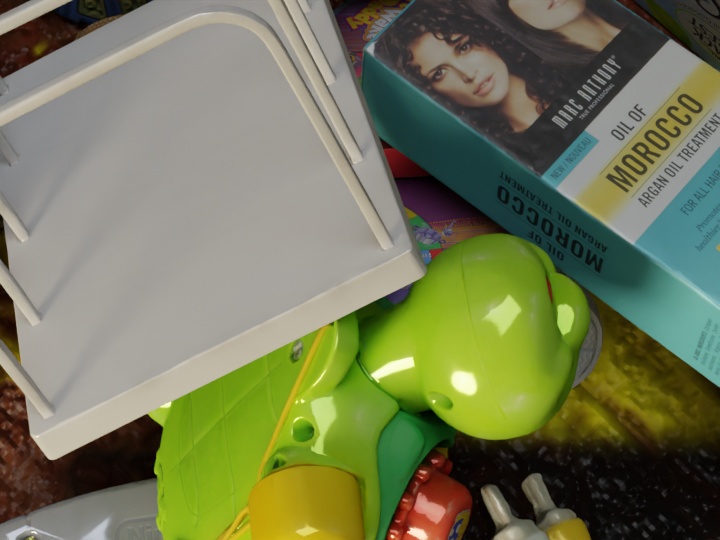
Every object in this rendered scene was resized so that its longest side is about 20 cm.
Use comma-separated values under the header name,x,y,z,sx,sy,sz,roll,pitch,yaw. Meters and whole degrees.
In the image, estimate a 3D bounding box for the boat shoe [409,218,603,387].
name,x,y,z,sx,sy,sz,roll,pitch,yaw
boat shoe,0.000,0.000,0.839,0.198,0.073,0.062,13,24,-5

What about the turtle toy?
name,x,y,z,sx,sy,sz,roll,pitch,yaw
turtle toy,-0.004,0.053,0.732,0.100,0.200,0.147,16,51,-31

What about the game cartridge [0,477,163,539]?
name,x,y,z,sx,sy,sz,roll,pitch,yaw
game cartridge,-0.063,0.145,0.799,0.198,0.041,0.134,-7,72,-2

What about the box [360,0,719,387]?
name,x,y,z,sx,sy,sz,roll,pitch,yaw
box,0.100,-0.038,0.760,0.199,0.049,0.082,37,66,17

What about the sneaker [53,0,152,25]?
name,x,y,z,sx,sy,sz,roll,pitch,yaw
sneaker,-0.058,-0.158,0.912,0.198,0.076,0.089,-2,45,3

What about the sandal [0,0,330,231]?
name,x,y,z,sx,sy,sz,roll,pitch,yaw
sandal,-0.083,-0.087,0.849,0.200,0.082,0.055,-40,91,6

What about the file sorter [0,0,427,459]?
name,x,y,z,sx,sy,sz,roll,pitch,yaw
file sorter,-0.083,-0.071,0.707,0.138,0.125,0.201,-25,40,6

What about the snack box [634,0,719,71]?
name,x,y,z,sx,sy,sz,roll,pitch,yaw
snack box,0.170,-0.133,0.831,0.068,0.169,0.200,-42,74,-11

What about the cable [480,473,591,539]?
name,x,y,z,sx,sy,sz,roll,pitch,yaw
cable,0.090,0.170,0.755,0.097,0.050,0.200,-28,72,-39

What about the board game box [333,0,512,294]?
name,x,y,z,sx,sy,sz,roll,pitch,yaw
board game box,0.028,-0.070,0.833,0.157,0.039,0.200,28,45,24
